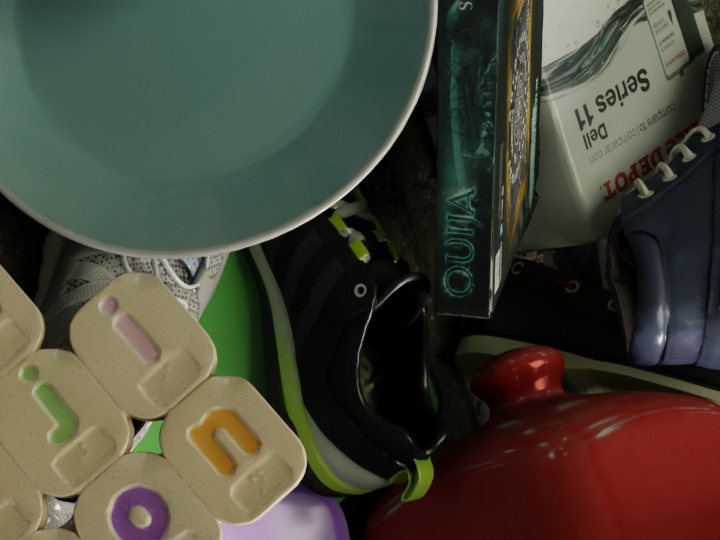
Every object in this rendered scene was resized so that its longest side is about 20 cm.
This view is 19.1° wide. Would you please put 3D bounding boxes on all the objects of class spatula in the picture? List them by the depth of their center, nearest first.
[{"bbox_3d":[-0.082,0.120,0.868,0.200,0.021,0.057,0,78,-44],"label":"spatula"}]

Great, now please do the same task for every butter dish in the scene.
[{"bbox_3d":[0.088,0.106,0.947,0.200,0.199,0.148,-5,74,-44],"label":"butter dish"}]

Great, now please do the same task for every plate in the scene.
[{"bbox_3d":[-0.069,-0.101,0.832,0.026,0.199,0.201,69,23,-79],"label":"plate"}]

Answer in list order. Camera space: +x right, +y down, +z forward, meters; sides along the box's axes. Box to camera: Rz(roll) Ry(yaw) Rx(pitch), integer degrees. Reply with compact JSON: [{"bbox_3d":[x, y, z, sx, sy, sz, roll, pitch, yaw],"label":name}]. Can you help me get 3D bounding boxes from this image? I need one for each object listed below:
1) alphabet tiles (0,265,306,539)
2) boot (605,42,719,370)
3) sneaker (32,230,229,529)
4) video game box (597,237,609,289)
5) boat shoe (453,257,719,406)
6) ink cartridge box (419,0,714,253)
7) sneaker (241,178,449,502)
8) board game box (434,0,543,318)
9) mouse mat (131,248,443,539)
[{"bbox_3d":[-0.120,0.098,0.746,0.200,0.015,0.196,-42,81,-5],"label":"alphabet tiles"},{"bbox_3d":[0.159,-0.040,0.992,0.090,0.073,0.200,3,48,-5],"label":"boot"},{"bbox_3d":[-0.090,0.028,0.828,0.075,0.082,0.200,43,60,-30],"label":"sneaker"},{"bbox_3d":[0.210,0.068,1.120,0.182,0.047,0.201,-10,92,-39],"label":"video game box"},{"bbox_3d":[0.146,0.043,1.005,0.074,0.201,0.063,69,41,-62],"label":"boat shoe"},{"bbox_3d":[0.094,-0.124,1.044,0.146,0.083,0.201,-33,110,-43],"label":"ink cartridge box"},{"bbox_3d":[0.000,0.000,0.916,0.072,0.083,0.201,-6,82,-46],"label":"sneaker"},{"bbox_3d":[0.056,-0.098,0.900,0.135,0.028,0.201,-59,152,-65],"label":"board game box"},{"bbox_3d":[-0.047,0.043,0.933,0.200,0.008,0.161,-37,111,-42],"label":"mouse mat"}]
